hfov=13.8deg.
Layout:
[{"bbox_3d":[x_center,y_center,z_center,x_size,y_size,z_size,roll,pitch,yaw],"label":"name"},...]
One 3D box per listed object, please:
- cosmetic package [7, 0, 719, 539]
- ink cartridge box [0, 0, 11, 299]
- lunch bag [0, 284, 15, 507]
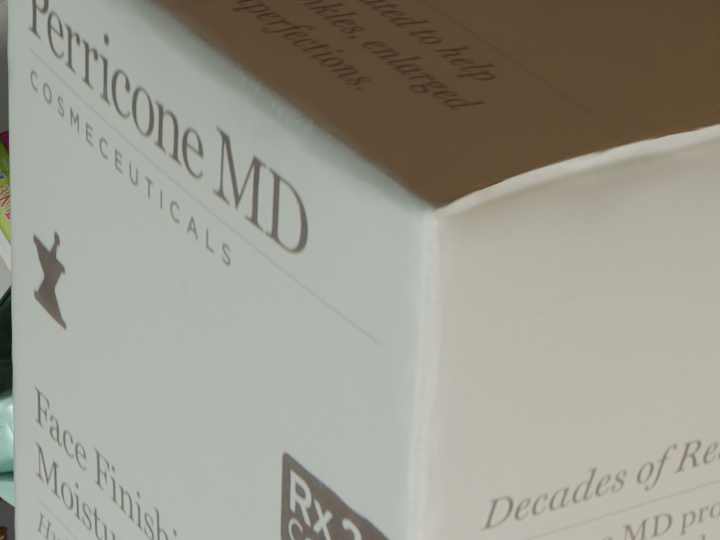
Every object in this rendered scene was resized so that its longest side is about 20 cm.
[{"bbox_3d":[0.033,0.022,0.626,0.165,0.165,0.200,38,135,47],"label":"cosmetic package"},{"bbox_3d":[-0.097,-0.112,0.824,0.084,0.176,0.200,38,161,43],"label":"ink cartridge box"},{"bbox_3d":[0.003,0.035,0.832,0.170,0.200,0.122,57,166,-26],"label":"lunch bag"}]
